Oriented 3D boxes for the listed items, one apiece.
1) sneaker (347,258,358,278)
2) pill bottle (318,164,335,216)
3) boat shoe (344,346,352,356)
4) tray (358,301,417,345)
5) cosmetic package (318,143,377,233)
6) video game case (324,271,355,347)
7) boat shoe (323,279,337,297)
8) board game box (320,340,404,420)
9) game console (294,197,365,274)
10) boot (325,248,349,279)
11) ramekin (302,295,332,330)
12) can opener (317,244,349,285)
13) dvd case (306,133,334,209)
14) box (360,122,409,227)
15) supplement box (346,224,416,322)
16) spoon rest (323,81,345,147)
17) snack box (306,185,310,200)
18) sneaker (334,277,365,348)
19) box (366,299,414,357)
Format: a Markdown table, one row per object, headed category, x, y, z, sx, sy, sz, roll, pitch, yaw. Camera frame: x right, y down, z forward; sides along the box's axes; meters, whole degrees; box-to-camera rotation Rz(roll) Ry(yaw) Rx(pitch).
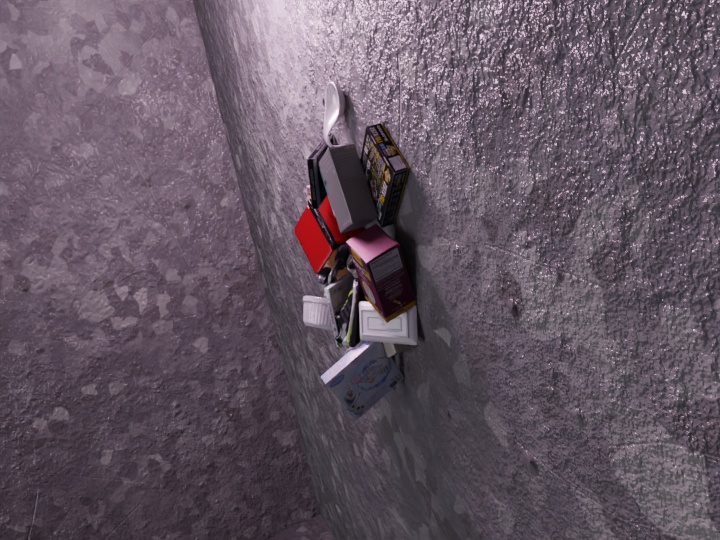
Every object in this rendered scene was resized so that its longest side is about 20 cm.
| category | x | y | z | sx | sy | sz | roll | pitch | yaw |
| --- | --- | --- | --- | --- | --- | --- | --- | --- | --- |
| sneaker | 0.000 | 0.000 | 1.710 | 0.076 | 0.089 | 0.204 | -125 | 26 | -42 |
| pill bottle | -0.040 | -0.221 | 1.617 | 0.111 | 0.108 | 0.206 | 149 | 103 | -70 |
| boat shoe | 0.029 | 0.311 | 1.853 | 0.197 | 0.074 | 0.068 | 37 | -159 | -5 |
| tray | 0.068 | 0.143 | 1.567 | 0.195 | 0.022 | 0.112 | 0 | 92 | 38 |
| cosmetic package | -0.033 | -0.213 | 1.501 | 0.107 | 0.088 | 0.207 | 148 | 107 | -67 |
| video game case | -0.034 | 0.108 | 1.772 | 0.022 | 0.199 | 0.189 | -2 | 107 | 32 |
| boat shoe | -0.052 | 0.060 | 1.835 | 0.071 | 0.198 | 0.064 | -11 | 78 | 28 |
| board game box | 0.010 | 0.312 | 1.683 | 0.043 | 0.198 | 0.201 | 42 | 169 | 51 |
| game console | -0.097 | -0.120 | 1.767 | 0.203 | 0.168 | 0.121 | 59 | 158 | 32 |
| boot | -0.089 | 0.016 | 2.005 | 0.203 | 0.071 | 0.157 | 59 | 157 | 22 |
| ramekin | -0.102 | 0.149 | 1.903 | 0.201 | 0.196 | 0.098 | 171 | 111 | -70 |
| can opener | -0.078 | -0.034 | 1.775 | 0.054 | 0.065 | 0.203 | 93 | -166 | -46 |
| dvd case | -0.111 | -0.297 | 1.704 | 0.202 | 0.024 | 0.155 | -65 | -25 | -54 |
| box | 0.051 | -0.236 | 1.443 | 0.162 | 0.048 | 0.203 | 60 | 157 | 28 |
| supplement box | 0.055 | 0.008 | 1.488 | 0.131 | 0.101 | 0.204 | 47 | 161 | 53 |
| spoon rest | -0.075 | -0.427 | 1.623 | 0.100 | 0.059 | 0.205 | -129 | 28 | -47 |
| snack box | -0.119 | -0.207 | 1.933 | 0.199 | 0.051 | 0.147 | -147 | 43 | -62 |
| sneaker | -0.038 | 0.122 | 1.664 | 0.071 | 0.080 | 0.208 | 27 | -111 | -67 |
| box | 0.081 | 0.135 | 1.631 | 0.082 | 0.066 | 0.206 | 133 | 119 | -67 |
